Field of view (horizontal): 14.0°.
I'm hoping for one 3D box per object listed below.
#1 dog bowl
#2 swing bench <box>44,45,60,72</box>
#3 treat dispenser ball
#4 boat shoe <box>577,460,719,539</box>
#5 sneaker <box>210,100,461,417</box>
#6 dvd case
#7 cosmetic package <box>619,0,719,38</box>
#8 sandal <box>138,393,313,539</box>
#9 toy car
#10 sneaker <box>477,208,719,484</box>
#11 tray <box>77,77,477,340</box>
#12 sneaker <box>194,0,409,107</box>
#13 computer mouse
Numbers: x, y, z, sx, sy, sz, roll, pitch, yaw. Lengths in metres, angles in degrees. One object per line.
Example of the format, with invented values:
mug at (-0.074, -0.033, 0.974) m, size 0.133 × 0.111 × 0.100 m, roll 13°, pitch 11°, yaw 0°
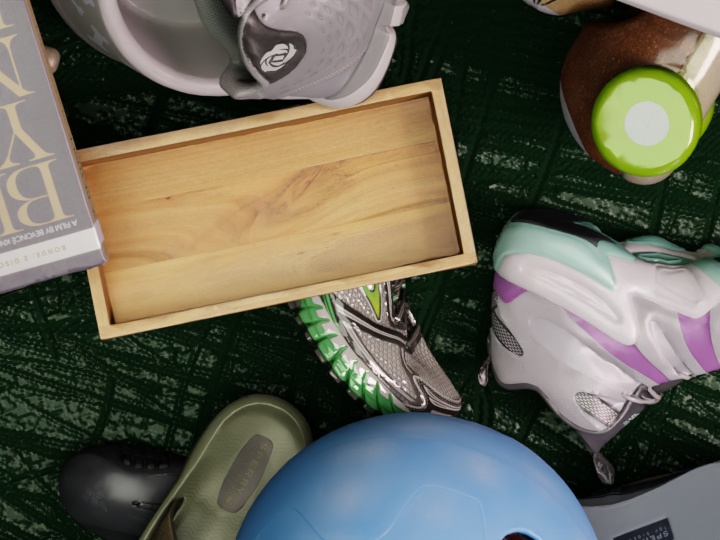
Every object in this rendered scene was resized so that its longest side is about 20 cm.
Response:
dog bowl at (-0.065, -0.178, 1.497) m, size 0.200 × 0.059 × 0.200 m, roll -17°, pitch 129°, yaw -22°
swing bench at (-0.265, -0.150, 1.491) m, size 0.199 × 0.199 × 0.130 m, roll -1°, pitch 102°, yaw 1°
treat dispenser ball at (0.029, 0.174, 1.522) m, size 0.200 × 0.201 × 0.201 m, roll 0°, pitch 102°, yaw 1°
boat shoe at (0.157, 0.152, 1.613) m, size 0.200 × 0.091 × 0.071 m, roll -18°, pitch 78°, yaw 30°
sneaker at (0.000, 0.000, 1.578) m, size 0.085 × 0.078 × 0.200 m, roll -30°, pitch 99°, yaw 7°
dvd case at (-0.219, -0.078, 1.397) m, size 0.148 × 0.016 × 0.200 m, roll -15°, pitch 103°, yaw 4°
cosmetic package at (0.144, -0.146, 1.378) m, size 0.200 × 0.083 × 0.051 m, roll 23°, pitch 98°, yaw 19°
sandal at (-0.086, 0.160, 1.589) m, size 0.080 × 0.057 × 0.201 m, roll 23°, pitch 86°, yaw -13°
toy car at (0.110, -0.154, 1.508) m, size 0.200 × 0.164 × 0.158 m, roll 31°, pitch 101°, yaw 5°
sneaker at (0.161, 0.054, 1.592) m, size 0.200 × 0.078 × 0.140 m, roll 14°, pitch 104°, yaw 8°
tray at (-0.046, -0.032, 1.531) m, size 0.200 × 0.037 × 0.099 m, roll -11°, pitch 89°, yaw -2°
sneaker at (-0.022, -0.163, 1.434) m, size 0.115 × 0.075 × 0.200 m, roll -9°, pitch 127°, yaw -39°
computer mouse at (-0.071, 0.138, 1.633) m, size 0.200 × 0.034 × 0.059 m, roll 11°, pitch 101°, yaw -1°
